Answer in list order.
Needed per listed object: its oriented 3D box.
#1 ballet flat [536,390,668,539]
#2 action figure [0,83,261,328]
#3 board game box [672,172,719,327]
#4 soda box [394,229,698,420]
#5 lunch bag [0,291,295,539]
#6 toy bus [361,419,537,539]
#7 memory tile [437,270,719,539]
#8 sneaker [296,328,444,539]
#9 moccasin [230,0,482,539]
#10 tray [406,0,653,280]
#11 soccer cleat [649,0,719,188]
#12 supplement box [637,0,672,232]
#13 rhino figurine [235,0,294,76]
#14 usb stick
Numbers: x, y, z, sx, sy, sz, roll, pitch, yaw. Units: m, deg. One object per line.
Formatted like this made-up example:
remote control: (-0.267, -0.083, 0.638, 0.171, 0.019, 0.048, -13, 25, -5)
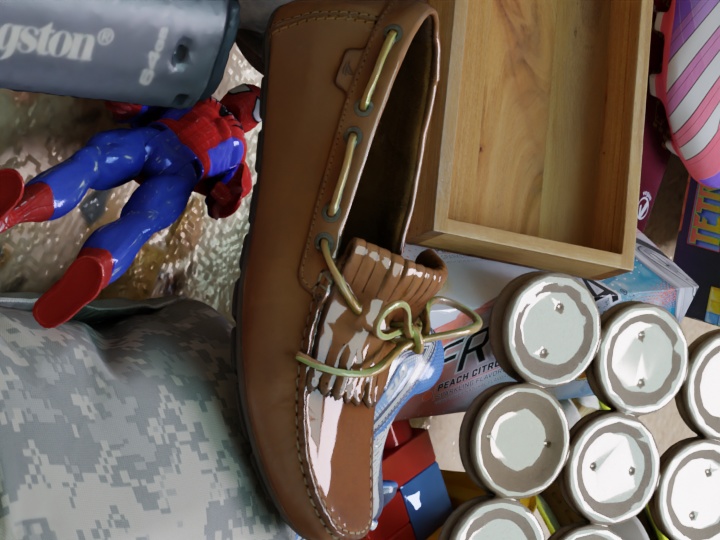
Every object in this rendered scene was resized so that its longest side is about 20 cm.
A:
ballet flat: (0.105, 0.093, 1.140, 0.067, 0.200, 0.067, -27, 161, 3)
action figure: (-0.078, -0.038, 0.908, 0.052, 0.065, 0.200, -48, 178, 24)
board game box: (0.232, -0.076, 1.306, 0.200, 0.057, 0.166, -34, 137, -59)
soda box: (0.055, 0.019, 1.088, 0.200, 0.068, 0.064, -5, 129, -40)
lunch bag: (-0.115, 0.089, 0.872, 0.200, 0.139, 0.168, 6, 81, -57)
toy bus: (0.001, 0.164, 1.079, 0.200, 0.135, 0.193, -37, 118, -37)
memory tile: (0.102, 0.110, 1.055, 0.153, 0.017, 0.201, 16, 86, -29)
sneaker: (-0.029, 0.095, 0.989, 0.085, 0.077, 0.200, 19, 113, -35)
moccasin: (0.001, 0.000, 0.888, 0.074, 0.077, 0.202, 20, 75, -65)
tray: (0.078, -0.103, 1.071, 0.098, 0.037, 0.201, 11, 76, -22)
soccer cleat: (0.184, -0.128, 1.145, 0.067, 0.076, 0.201, -30, 125, -45)
supplement box: (0.123, -0.121, 1.183, 0.109, 0.061, 0.201, 30, 77, -54)
rhino figurine: (-0.054, -0.136, 0.925, 0.060, 0.088, 0.200, -27, 138, 10)
usb stick: (-0.131, -0.089, 0.829, 0.200, 0.033, 0.056, 4, 108, -38)
